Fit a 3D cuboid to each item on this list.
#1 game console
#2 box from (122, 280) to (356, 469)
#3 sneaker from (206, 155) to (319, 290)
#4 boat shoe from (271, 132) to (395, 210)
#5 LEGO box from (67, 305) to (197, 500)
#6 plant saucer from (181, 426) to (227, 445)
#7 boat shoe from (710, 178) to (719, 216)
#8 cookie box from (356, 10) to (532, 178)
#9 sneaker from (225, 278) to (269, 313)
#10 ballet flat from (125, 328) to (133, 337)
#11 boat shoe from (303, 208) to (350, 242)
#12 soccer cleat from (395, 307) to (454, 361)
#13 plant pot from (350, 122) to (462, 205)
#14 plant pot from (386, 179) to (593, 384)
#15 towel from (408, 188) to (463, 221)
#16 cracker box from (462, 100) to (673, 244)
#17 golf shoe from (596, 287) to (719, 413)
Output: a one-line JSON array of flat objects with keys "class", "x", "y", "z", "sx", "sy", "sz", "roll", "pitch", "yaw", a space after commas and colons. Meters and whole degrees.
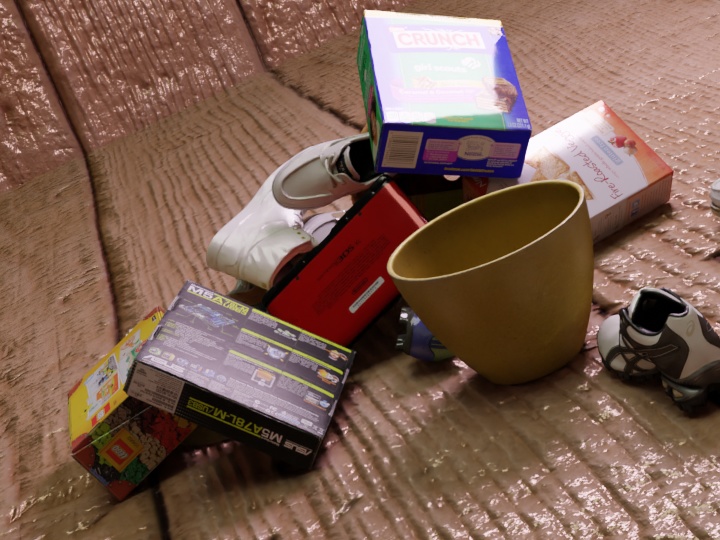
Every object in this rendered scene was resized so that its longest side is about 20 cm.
[{"class": "game console", "x": 0.000, "y": 0.000, "z": 1.713, "sx": 0.200, "sy": 0.119, "sz": 0.173, "roll": -45, "pitch": 59, "yaw": 9}, {"class": "box", "x": -0.115, "y": 0.100, "z": 1.548, "sx": 0.198, "sy": 0.048, "sz": 0.193, "roll": 22, "pitch": 23, "yaw": 0}, {"class": "sneaker", "x": -0.081, "y": -0.051, "z": 1.855, "sx": 0.115, "sy": 0.074, "sz": 0.200, "roll": 24, "pitch": 57, "yaw": 25}, {"class": "boat shoe", "x": -0.013, "y": -0.120, "z": 1.786, "sx": 0.198, "sy": 0.073, "sz": 0.066, "roll": -14, "pitch": 1, "yaw": 9}, {"class": "LEGO box", "x": -0.238, "y": 0.138, "z": 1.671, "sx": 0.149, "sy": 0.077, "sz": 0.200, "roll": -44, "pitch": 18, "yaw": 1}, {"class": "plant saucer", "x": -0.128, "y": 0.126, "z": 1.712, "sx": 0.198, "sy": 0.031, "sz": 0.200, "roll": -22, "pitch": 17, "yaw": 7}, {"class": "boat shoe", "x": 0.430, "y": -0.094, "z": 1.540, "sx": 0.199, "sy": 0.069, "sz": 0.075, "roll": -3, "pitch": 27, "yaw": 49}, {"class": "cookie box", "x": 0.089, "y": -0.198, "z": 1.730, "sx": 0.169, "sy": 0.076, "sz": 0.201, "roll": 2, "pitch": 45, "yaw": -11}, {"class": "sneaker", "x": -0.133, "y": 0.056, "z": 1.880, "sx": 0.075, "sy": 0.088, "sz": 0.201, "roll": 19, "pitch": 59, "yaw": 22}, {"class": "ballet flat", "x": -0.264, "y": 0.104, "z": 1.898, "sx": 0.071, "sy": 0.072, "sz": 0.200, "roll": -23, "pitch": 16, "yaw": 3}, {"class": "boat shoe", "x": -0.014, "y": -0.046, "z": 1.953, "sx": 0.068, "sy": 0.075, "sz": 0.200, "roll": -12, "pitch": 8, "yaw": 33}, {"class": "soccer cleat", "x": 0.088, "y": 0.048, "z": 1.642, "sx": 0.083, "sy": 0.065, "sz": 0.200, "roll": 10, "pitch": 19, "yaw": 6}, {"class": "plant pot", "x": 0.099, "y": -0.117, "z": 1.897, "sx": 0.198, "sy": 0.202, "sz": 0.183, "roll": -20, "pitch": 2, "yaw": 12}, {"class": "plant pot", "x": 0.142, "y": 0.022, "z": 1.475, "sx": 0.198, "sy": 0.143, "sz": 0.200, "roll": -21, "pitch": 18, "yaw": 7}, {"class": "towel", "x": 0.102, "y": -0.051, "z": 1.792, "sx": 0.198, "sy": 0.087, "sz": 0.018, "roll": -8, "pitch": -8, "yaw": 12}, {"class": "cracker box", "x": 0.230, "y": -0.092, "z": 1.730, "sx": 0.199, "sy": 0.058, "sz": 0.134, "roll": -29, "pitch": 56, "yaw": -16}, {"class": "golf shoe", "x": 0.255, "y": 0.049, "z": 1.333, "sx": 0.077, "sy": 0.095, "sz": 0.200, "roll": -28, "pitch": 16, "yaw": -13}]
